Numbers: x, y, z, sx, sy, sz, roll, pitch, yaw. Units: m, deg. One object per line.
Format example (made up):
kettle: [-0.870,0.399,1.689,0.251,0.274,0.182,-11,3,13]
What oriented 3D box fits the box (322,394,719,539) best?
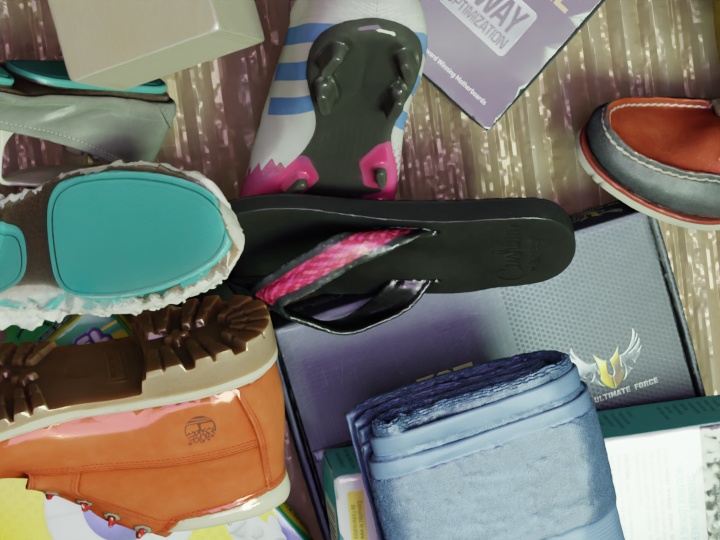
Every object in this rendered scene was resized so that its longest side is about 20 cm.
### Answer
box: [0.085,0.115,1.331,0.199,0.049,0.083,-7,104,-7]

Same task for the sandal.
sandal: [0.000,0.000,1.297,0.199,0.075,0.045,-3,57,6]

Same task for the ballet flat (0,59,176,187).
ballet flat: [-0.169,-0.071,1.269,0.200,0.067,0.064,9,106,-43]

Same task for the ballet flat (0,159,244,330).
ballet flat: [-0.138,-0.008,1.292,0.199,0.072,0.072,-7,102,21]

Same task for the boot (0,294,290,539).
boot: [-0.129,0.086,1.290,0.199,0.075,0.108,-10,120,3]

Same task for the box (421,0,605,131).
box: [0.036,-0.190,1.323,0.200,0.050,0.158,42,92,-12]

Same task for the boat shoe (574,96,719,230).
boat shoe: [0.203,-0.057,1.353,0.199,0.063,0.071,10,53,-14]

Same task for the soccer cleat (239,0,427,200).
soccer cleat: [-0.009,-0.079,1.299,0.070,0.200,0.087,9,55,-12]

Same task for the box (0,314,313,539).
box: [-0.123,0.099,1.351,0.117,0.048,0.200,-40,101,-1]

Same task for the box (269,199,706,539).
box: [0.066,0.068,1.372,0.199,0.051,0.158,-17,101,-5]

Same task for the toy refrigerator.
toy refrigerator: [-0.111,-0.188,1.259,0.076,0.070,0.201,-18,85,16]

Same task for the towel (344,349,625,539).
towel: [0.070,0.141,1.284,0.111,0.049,0.201,-16,104,-4]

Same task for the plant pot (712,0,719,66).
plant pot: [0.269,-0.151,1.270,0.195,0.194,0.200,31,79,-12]
